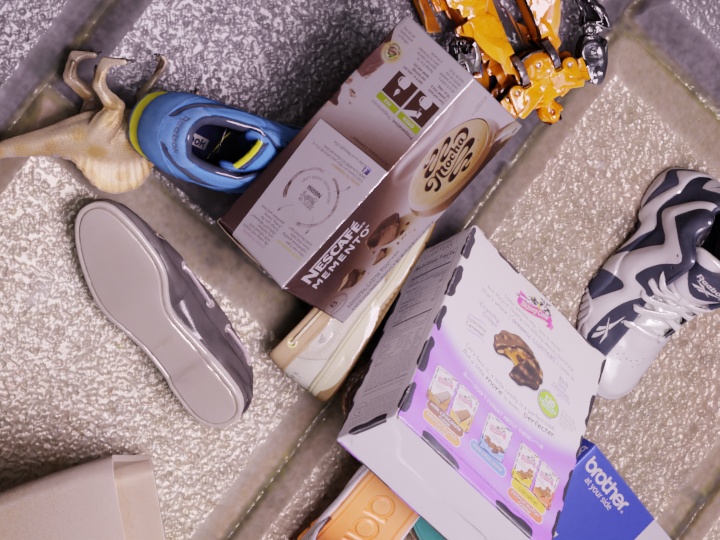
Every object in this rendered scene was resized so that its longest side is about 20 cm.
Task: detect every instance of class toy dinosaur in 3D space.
[{"bbox_3d":[-0.186,-0.105,1.380,0.199,0.058,0.102,-1,102,-20],"label":"toy dinosaur"}]

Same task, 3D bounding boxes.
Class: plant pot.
[{"bbox_3d":[-0.229,0.243,1.351,0.176,0.200,0.201,-10,85,1],"label":"plant pot"}]

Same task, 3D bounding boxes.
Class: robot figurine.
[{"bbox_3d":[0.108,-0.203,1.466,0.145,0.058,0.201,-28,108,-12],"label":"robot figurine"}]

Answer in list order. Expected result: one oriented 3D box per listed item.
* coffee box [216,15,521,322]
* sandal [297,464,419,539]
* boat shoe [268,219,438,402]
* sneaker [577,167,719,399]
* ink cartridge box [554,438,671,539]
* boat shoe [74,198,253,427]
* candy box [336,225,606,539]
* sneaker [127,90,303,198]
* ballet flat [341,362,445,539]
[{"bbox_3d":[0.008,-0.070,1.380,0.200,0.080,0.113,-47,154,5],"label":"coffee box"},{"bbox_3d":[-0.009,0.220,1.475,0.079,0.059,0.207,27,114,-9],"label":"sandal"},{"bbox_3d":[0.000,0.000,1.461,0.066,0.074,0.200,31,83,-1],"label":"boat shoe"},{"bbox_3d":[0.250,0.020,1.523,0.079,0.130,0.200,32,89,-22],"label":"sneaker"},{"bbox_3d":[0.209,0.239,1.598,0.094,0.044,0.200,-43,111,-9],"label":"ink cartridge box"},{"bbox_3d":[-0.145,0.026,1.430,0.067,0.057,0.200,-25,108,24],"label":"boat shoe"},{"bbox_3d":[0.090,0.096,1.457,0.168,0.071,0.200,44,46,-21],"label":"candy box"},{"bbox_3d":[-0.073,-0.079,1.393,0.200,0.078,0.066,15,95,-42],"label":"sneaker"},{"bbox_3d":[0.047,0.151,1.511,0.070,0.065,0.200,-27,111,2],"label":"ballet flat"}]
